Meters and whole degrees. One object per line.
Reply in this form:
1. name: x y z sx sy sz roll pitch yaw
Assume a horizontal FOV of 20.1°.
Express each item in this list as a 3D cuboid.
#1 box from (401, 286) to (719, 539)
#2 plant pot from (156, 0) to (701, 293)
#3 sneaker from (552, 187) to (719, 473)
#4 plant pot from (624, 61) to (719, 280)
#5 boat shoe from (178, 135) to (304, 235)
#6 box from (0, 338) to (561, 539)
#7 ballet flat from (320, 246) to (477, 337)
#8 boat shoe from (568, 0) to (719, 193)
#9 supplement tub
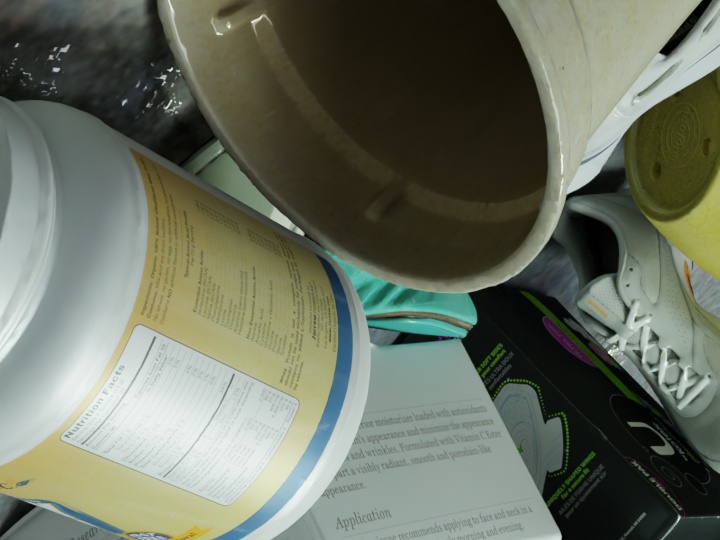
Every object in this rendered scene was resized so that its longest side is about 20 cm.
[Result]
1. box: 0.114 0.119 1.222 0.124 0.200 0.148 -51 154 17
2. plant pot: 0.051 -0.123 0.813 0.183 0.200 0.201 -40 157 -34
3. sneaker: 0.172 0.038 1.205 0.092 0.200 0.076 2 142 -44
4. plant pot: 0.238 -0.068 1.170 0.142 0.200 0.200 6 130 -26
5. boat shoe: -0.090 0.011 0.934 0.072 0.061 0.201 31 98 -18
6. box: -0.042 0.141 1.059 0.200 0.131 0.199 -38 160 31
7. ballet flat: 0.000 0.000 1.036 0.200 0.067 0.071 2 91 -54
8. boat shoe: 0.130 -0.108 1.059 0.200 0.072 0.066 -32 148 -24
9. supplement tub: -0.106 0.021 0.791 0.145 0.145 0.200 -49 137 11
